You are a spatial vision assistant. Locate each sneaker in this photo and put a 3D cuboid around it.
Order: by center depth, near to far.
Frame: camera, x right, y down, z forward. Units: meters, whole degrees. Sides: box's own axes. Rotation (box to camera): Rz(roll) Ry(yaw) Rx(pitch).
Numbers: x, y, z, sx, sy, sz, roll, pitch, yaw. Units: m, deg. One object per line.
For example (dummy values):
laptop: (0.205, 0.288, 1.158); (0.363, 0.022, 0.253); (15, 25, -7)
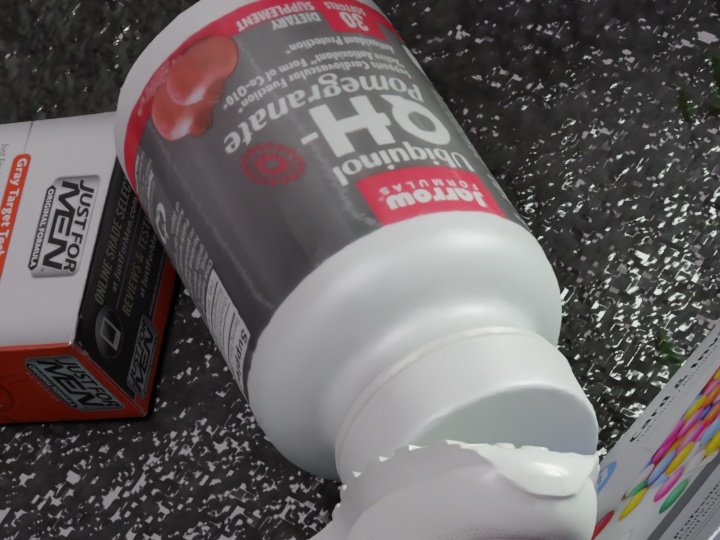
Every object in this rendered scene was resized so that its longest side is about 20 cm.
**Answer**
sneaker: (0.017, 0.112, 0.881); (0.076, 0.200, 0.081); (13, 60, -18)

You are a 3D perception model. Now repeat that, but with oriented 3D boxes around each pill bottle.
pill bottle: (0.000, 0.000, 0.983); (0.111, 0.111, 0.200); (-34, 51, 4)

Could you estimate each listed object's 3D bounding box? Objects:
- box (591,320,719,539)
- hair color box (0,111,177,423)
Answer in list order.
box: (0.132, 0.037, 0.852); (0.041, 0.200, 0.156); (41, 82, -2)
hair color box: (-0.169, 0.004, 1.100); (0.199, 0.061, 0.102); (-4, 59, 27)
